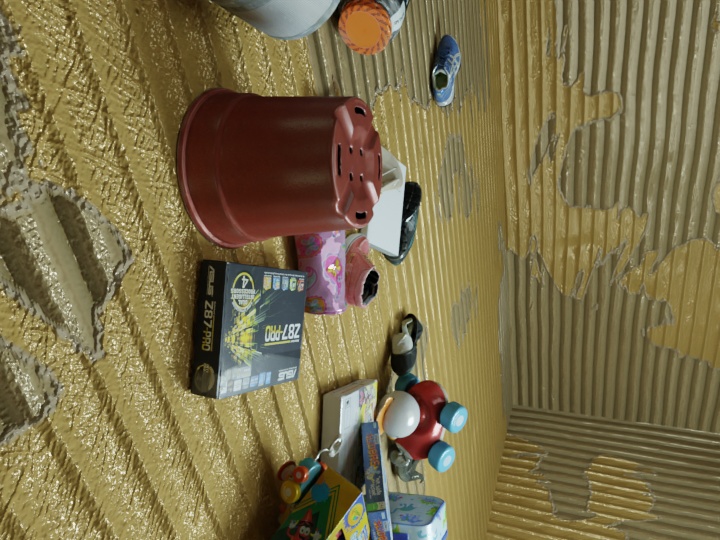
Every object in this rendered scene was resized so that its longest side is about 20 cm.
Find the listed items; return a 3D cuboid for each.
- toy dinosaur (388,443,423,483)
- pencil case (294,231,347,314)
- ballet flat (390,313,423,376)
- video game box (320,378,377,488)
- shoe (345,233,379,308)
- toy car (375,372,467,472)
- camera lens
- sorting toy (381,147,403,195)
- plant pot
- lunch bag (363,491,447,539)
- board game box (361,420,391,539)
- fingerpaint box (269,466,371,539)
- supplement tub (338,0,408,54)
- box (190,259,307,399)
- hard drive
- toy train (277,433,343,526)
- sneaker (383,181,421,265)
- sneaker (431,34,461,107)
[{"bbox_3d":[0.112,0.478,1.354,0.102,0.076,0.204,-46,139,-40],"label":"toy dinosaur"},{"bbox_3d":[-0.064,-0.029,0.867,0.087,0.085,0.206,-29,119,-62],"label":"pencil case"},{"bbox_3d":[0.106,0.171,1.304,0.201,0.066,0.070,-63,138,-60],"label":"ballet flat"},{"bbox_3d":[-0.020,0.325,1.040,0.181,0.046,0.206,5,88,-65],"label":"video game box"},{"bbox_3d":[0.000,0.000,0.999,0.201,0.089,0.073,-59,143,-48],"label":"shoe"},{"bbox_3d":[0.093,0.329,1.173,0.197,0.183,0.181,9,101,-42],"label":"toy car"},{"bbox_3d":[-0.115,-0.372,0.615,0.199,0.156,0.165,-9,100,-66],"label":"camera lens"},{"bbox_3d":[-0.017,-0.208,0.948,0.200,0.104,0.185,-39,120,-59],"label":"sorting toy"},{"bbox_3d":[-0.085,-0.127,0.665,0.200,0.191,0.207,3,90,-66],"label":"plant pot"},{"bbox_3d":[0.065,0.504,1.067,0.160,0.195,0.085,9,77,-67],"label":"lunch bag"},{"bbox_3d":[0.030,0.397,0.974,0.201,0.034,0.138,-95,176,-62],"label":"board game box"},{"bbox_3d":[-0.062,0.428,0.820,0.167,0.072,0.203,-44,145,-32],"label":"fingerpaint box"},{"bbox_3d":[0.030,-0.501,0.985,0.123,0.120,0.204,59,40,-51],"label":"supplement tub"},{"bbox_3d":[-0.143,0.075,0.730,0.199,0.048,0.166,11,85,-67],"label":"box"},{"bbox_3d":[0.051,-0.146,1.159,0.131,0.026,0.206,19,75,-55],"label":"hard drive"},{"bbox_3d":[-0.080,0.344,0.859,0.149,0.055,0.204,-35,139,-42],"label":"toy train"},{"bbox_3d":[0.097,-0.109,1.258,0.079,0.074,0.205,51,54,-69],"label":"sneaker"},{"bbox_3d":[0.242,-0.573,1.522,0.077,0.074,0.206,21,71,-69],"label":"sneaker"}]
